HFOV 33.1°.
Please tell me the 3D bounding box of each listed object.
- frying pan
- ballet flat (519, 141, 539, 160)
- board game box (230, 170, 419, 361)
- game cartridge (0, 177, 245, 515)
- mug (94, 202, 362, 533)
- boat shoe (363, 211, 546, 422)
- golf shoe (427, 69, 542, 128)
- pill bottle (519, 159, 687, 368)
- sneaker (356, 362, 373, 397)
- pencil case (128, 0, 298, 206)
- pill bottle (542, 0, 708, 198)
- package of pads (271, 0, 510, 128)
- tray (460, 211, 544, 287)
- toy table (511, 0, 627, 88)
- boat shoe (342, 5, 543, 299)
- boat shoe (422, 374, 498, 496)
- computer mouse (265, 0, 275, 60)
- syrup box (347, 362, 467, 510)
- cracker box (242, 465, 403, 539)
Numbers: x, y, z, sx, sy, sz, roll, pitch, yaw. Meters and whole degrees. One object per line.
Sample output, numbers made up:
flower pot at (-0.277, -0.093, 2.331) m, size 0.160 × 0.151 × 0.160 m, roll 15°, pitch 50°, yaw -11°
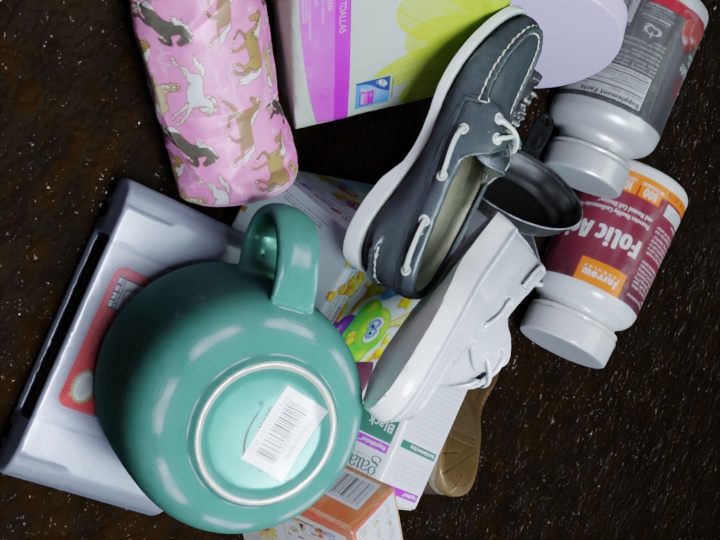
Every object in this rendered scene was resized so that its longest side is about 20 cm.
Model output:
frying pan at (0.118, -0.087, 0.981) m, size 0.115 × 0.190 × 0.031 m, roll 17°, pitch 123°, yaw -17°
ballet flat at (0.124, -0.098, 1.096) m, size 0.200 × 0.069 × 0.070 m, roll 36°, pitch 77°, yaw -52°
board game box at (0.000, 0.000, 0.910) m, size 0.200 × 0.105 × 0.103 m, roll 5°, pitch 119°, yaw -54°
game cartridge at (-0.138, 0.056, 0.793) m, size 0.133 × 0.041 × 0.200 m, roll 25°, pitch 86°, yaw -38°
mug at (-0.078, 0.066, 0.732) m, size 0.152 × 0.114 × 0.185 m, roll -17°, pitch 109°, yaw -20°
boat shoe at (0.068, 0.039, 0.782) m, size 0.072 × 0.069 × 0.200 m, roll -46°, pitch -176°, yaw 37°
golf shoe at (0.075, -0.127, 0.915) m, size 0.078 × 0.094 × 0.200 m, roll -52°, pitch -177°, yaw 24°
pill bottle at (0.249, -0.008, 1.255) m, size 0.114 × 0.114 × 0.200 m, roll 40°, pitch 73°, yaw -54°
sneaker at (-0.060, 0.084, 0.915) m, size 0.200 × 0.075 × 0.090 m, roll -36°, pitch 138°, yaw -41°
pencil case at (-0.092, -0.137, 0.758) m, size 0.083 × 0.086 × 0.200 m, roll -75°, pitch 162°, yaw -54°
pill bottle at (0.251, -0.177, 1.176) m, size 0.111 × 0.111 × 0.200 m, roll 31°, pitch 82°, yaw -55°
package of pads at (0.023, -0.184, 0.764) m, size 0.154 × 0.068 × 0.200 m, roll -15°, pitch 151°, yaw -10°
tray at (0.088, -0.043, 0.956) m, size 0.022 × 0.107 × 0.200 m, roll -55°, pitch -171°, yaw 19°
toy table at (0.148, -0.234, 0.971) m, size 0.184 × 0.200 × 0.117 m, roll 20°, pitch 78°, yaw -23°
boat shoe at (0.068, -0.073, 0.776) m, size 0.200 × 0.060 × 0.076 m, roll -60°, pitch 150°, yaw 5°
boat shoe at (0.077, 0.114, 1.128) m, size 0.072 × 0.072 × 0.200 m, roll 31°, pitch 60°, yaw -38°
computer mouse at (0.001, -0.186, 0.887) m, size 0.200 × 0.046 × 0.141 m, roll 40°, pitch 74°, yaw -54°
syrup box at (0.039, 0.099, 1.053) m, size 0.081 × 0.079 × 0.200 m, roll 36°, pitch 78°, yaw -55°
cracker box at (-0.028, 0.236, 0.983) m, size 0.058 × 0.134 × 0.200 m, roll -40°, pitch 136°, yaw -36°
